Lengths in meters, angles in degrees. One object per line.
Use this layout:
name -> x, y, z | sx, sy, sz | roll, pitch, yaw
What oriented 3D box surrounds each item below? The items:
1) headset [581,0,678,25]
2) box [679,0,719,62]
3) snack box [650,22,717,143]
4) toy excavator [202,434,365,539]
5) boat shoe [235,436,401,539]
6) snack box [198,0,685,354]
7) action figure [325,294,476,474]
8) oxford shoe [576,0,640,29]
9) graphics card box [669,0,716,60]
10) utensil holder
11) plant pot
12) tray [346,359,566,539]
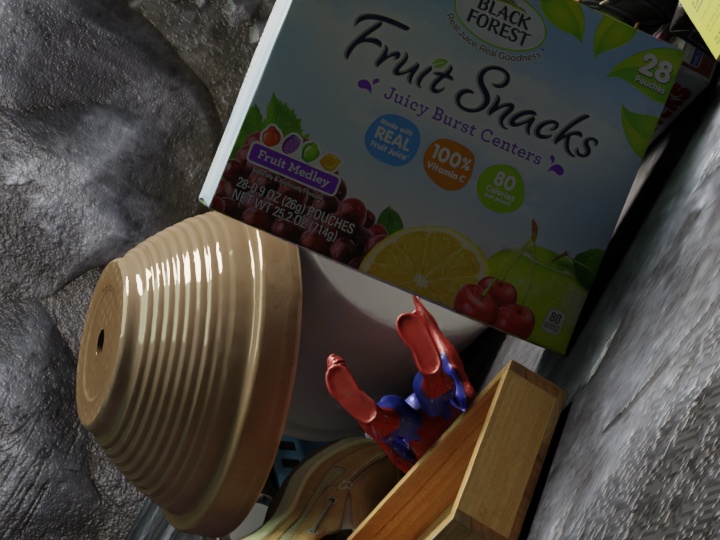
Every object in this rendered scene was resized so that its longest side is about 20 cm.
headset -> 0.153, -0.180, 1.010 | 0.200, 0.093, 0.125 | -29, -47, -54
box -> 0.158, -0.170, 0.864 | 0.076, 0.050, 0.201 | -64, 33, 35
snack box -> 0.148, -0.086, 1.106 | 0.200, 0.024, 0.072 | -50, 13, 57
toy excavator -> -0.027, 0.097, 1.370 | 0.100, 0.198, 0.196 | 145, 111, -73
boat shoe -> -0.017, 0.160, 1.117 | 0.076, 0.072, 0.200 | -1, 27, 32
snack box -> 0.040, -0.073, 0.997 | 0.170, 0.199, 0.068 | -67, 12, 0
action figure -> 0.017, 0.050, 1.015 | 0.065, 0.099, 0.200 | -34, -22, 1
oxford shoe -> 0.098, -0.096, 1.131 | 0.201, 0.071, 0.071 | -58, 11, -1
graphics card box -> 0.219, -0.201, 0.959 | 0.126, 0.051, 0.201 | -53, 10, 47
utensil holder -> 0.000, 0.000, 1.248 | 0.171, 0.169, 0.200 | -63, 8, -28
plant pot -> -0.111, 0.052, 1.157 | 0.201, 0.092, 0.203 | -170, 90, -69
tray -> 0.030, 0.137, 0.972 | 0.200, 0.037, 0.099 | -54, 8, 48
